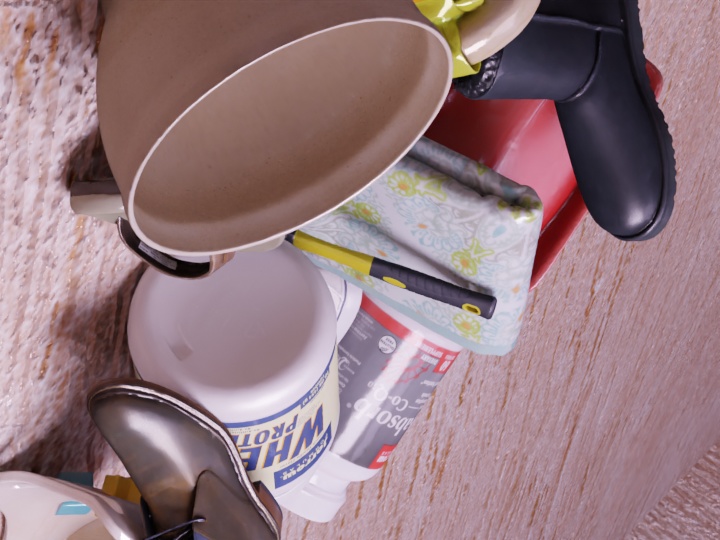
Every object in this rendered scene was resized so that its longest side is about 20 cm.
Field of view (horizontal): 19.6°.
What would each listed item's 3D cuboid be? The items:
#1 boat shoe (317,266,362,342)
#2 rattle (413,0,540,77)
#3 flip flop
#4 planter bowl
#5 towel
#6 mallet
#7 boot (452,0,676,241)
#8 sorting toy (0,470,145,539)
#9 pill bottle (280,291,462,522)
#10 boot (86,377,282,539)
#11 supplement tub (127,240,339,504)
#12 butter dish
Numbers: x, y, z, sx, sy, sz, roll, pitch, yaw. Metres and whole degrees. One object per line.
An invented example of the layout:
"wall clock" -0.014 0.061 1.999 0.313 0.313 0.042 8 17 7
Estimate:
"boat shoe" -0.068 0.071 1.664 0.069 0.071 0.201 3 132 -34
"rattle" 0.055 -0.230 1.284 0.143 0.130 0.201 42 76 -34
"flip flop" -0.115 -0.024 1.328 0.200 0.080 0.058 11 72 -65
"planter bowl" -0.066 -0.122 1.164 0.199 0.135 0.201 -25 155 -12
"towel" 0.032 -0.032 1.498 0.048 0.199 0.172 -56 163 -29
"mallet" 0.000 0.000 1.489 0.066 0.199 0.041 110 6 -54
"boot" 0.125 -0.116 1.398 0.167 0.202 0.076 -3 172 -44
"sorting toy" -0.177 0.187 1.467 0.108 0.199 0.180 -67 152 -13
"pill bottle" -0.009 0.104 1.761 0.201 0.116 0.116 -56 160 12
"boot" -0.114 0.158 1.373 0.074 0.097 0.200 -23 130 23
"supplement tub" -0.087 0.077 1.488 0.145 0.145 0.201 -44 159 -21
"butter dish" 0.085 -0.119 1.537 0.147 0.199 0.201 24 103 -46
